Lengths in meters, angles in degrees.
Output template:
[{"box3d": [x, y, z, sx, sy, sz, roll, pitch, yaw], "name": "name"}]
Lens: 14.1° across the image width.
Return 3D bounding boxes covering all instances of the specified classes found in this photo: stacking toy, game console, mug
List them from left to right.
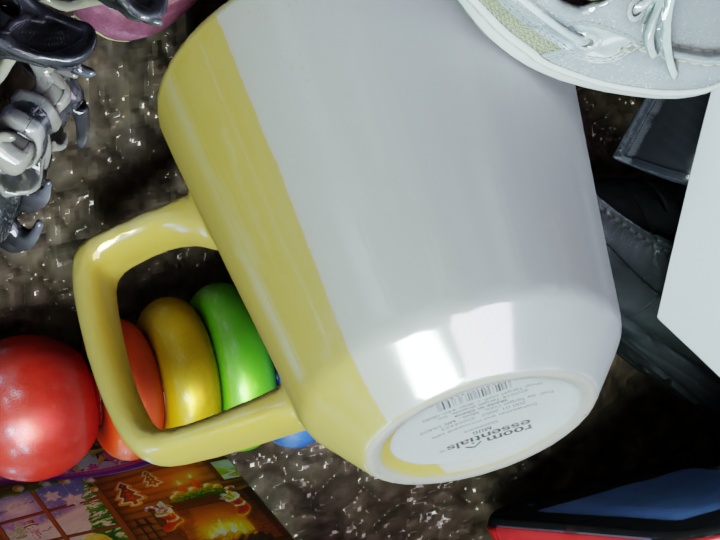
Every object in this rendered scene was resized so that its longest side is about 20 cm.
[{"box3d": [-0.055, 0.037, 1.096, 0.199, 0.085, 0.086, -11, 121, -16], "name": "stacking toy"}, {"box3d": [0.009, -0.002, 1.020, 0.149, 0.154, 0.187, 4, 147, -39], "name": "mug"}, {"box3d": [0.161, 0.089, 1.174, 0.176, 0.200, 0.031, -18, 95, -23], "name": "game console"}]

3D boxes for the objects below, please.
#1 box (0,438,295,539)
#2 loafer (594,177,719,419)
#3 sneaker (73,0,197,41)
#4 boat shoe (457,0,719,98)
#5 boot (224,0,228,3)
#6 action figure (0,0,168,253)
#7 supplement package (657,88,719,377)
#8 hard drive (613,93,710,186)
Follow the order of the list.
[{"box3d": [-0.126, 0.121, 1.055, 0.199, 0.137, 0.039, -15, 123, -23], "name": "box"}, {"box3d": [0.107, -0.010, 1.165, 0.200, 0.068, 0.071, 38, 86, -43], "name": "loafer"}, {"box3d": [-0.036, -0.160, 0.983, 0.075, 0.090, 0.200, 20, 104, -36], "name": "sneaker"}, {"box3d": [0.062, -0.116, 0.946, 0.202, 0.065, 0.075, 31, 74, -29], "name": "boat shoe"}, {"box3d": [0.018, -0.136, 1.016, 0.138, 0.078, 0.200, -15, 138, -17], "name": "boot"}, {"box3d": [-0.138, -0.058, 0.972, 0.119, 0.102, 0.200, -51, 180, -37], "name": "action figure"}, {"box3d": [0.255, -0.009, 1.080, 0.200, 0.191, 0.147, -20, 138, -29], "name": "supplement package"}, {"box3d": [0.201, -0.081, 1.158, 0.200, 0.042, 0.135, 1, 126, -45], "name": "hard drive"}]
